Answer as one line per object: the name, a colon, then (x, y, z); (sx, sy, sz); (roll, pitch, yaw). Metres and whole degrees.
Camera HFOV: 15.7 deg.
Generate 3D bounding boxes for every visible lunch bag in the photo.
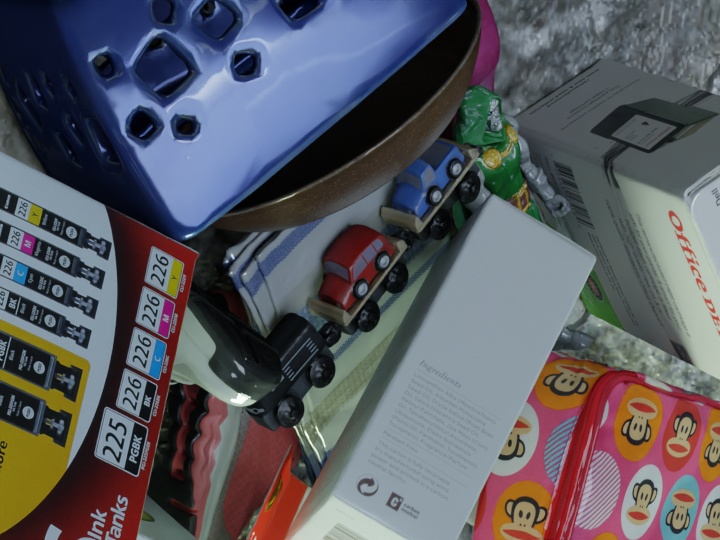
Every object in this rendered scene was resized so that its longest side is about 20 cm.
lunch bag: (0.143, 0.147, 1.526); (0.200, 0.082, 0.177); (19, 85, -53)

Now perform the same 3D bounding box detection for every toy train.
toy train: (0.000, 0.000, 1.407); (0.200, 0.034, 0.046); (-51, 130, -18)

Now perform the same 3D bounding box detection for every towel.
towel: (-0.001, 0.020, 1.461); (0.147, 0.024, 0.200); (-44, 138, -25)

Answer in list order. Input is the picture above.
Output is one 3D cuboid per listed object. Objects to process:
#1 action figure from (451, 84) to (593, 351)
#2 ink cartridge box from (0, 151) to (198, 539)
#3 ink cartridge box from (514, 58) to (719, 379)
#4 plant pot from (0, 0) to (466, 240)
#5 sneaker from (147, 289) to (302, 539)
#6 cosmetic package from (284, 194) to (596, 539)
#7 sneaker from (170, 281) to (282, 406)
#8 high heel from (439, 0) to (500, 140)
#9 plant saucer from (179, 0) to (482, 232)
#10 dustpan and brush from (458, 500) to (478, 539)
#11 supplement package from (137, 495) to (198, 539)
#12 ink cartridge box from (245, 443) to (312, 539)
action figure: (0.087, -0.022, 1.508); (0.118, 0.055, 0.200); (-57, 139, -42)
ink cartridge box: (-0.184, 0.053, 1.210); (0.175, 0.084, 0.200); (27, 57, -29)
ink cartridge box: (0.188, -0.027, 1.509); (0.084, 0.200, 0.146); (-34, 117, -15)
plant pot: (-0.098, -0.150, 1.337); (0.200, 0.200, 0.180); (-40, 111, -13)
sneaker: (-0.070, 0.115, 1.489); (0.087, 0.074, 0.201); (10, 99, -30)
cosmetic package: (0.043, 0.070, 1.395); (0.071, 0.101, 0.200); (31, 64, -4)
sneaker: (-0.121, 0.054, 1.376); (0.076, 0.200, 0.115); (38, 89, -34)
high heel: (-0.001, -0.092, 1.466); (0.200, 0.067, 0.096); (-24, 123, -25)
plant saucer: (-0.016, -0.080, 1.389); (0.200, 0.200, 0.037); (-39, 117, -12)
dustpan and brush: (0.033, 0.116, 1.546); (0.200, 0.057, 0.140); (33, 78, 0)
supplement package: (-0.211, 0.156, 1.359); (0.200, 0.191, 0.147); (27, 91, -30)
ink cartridge box: (-0.051, 0.197, 1.439); (0.047, 0.200, 0.160); (22, 72, 6)
